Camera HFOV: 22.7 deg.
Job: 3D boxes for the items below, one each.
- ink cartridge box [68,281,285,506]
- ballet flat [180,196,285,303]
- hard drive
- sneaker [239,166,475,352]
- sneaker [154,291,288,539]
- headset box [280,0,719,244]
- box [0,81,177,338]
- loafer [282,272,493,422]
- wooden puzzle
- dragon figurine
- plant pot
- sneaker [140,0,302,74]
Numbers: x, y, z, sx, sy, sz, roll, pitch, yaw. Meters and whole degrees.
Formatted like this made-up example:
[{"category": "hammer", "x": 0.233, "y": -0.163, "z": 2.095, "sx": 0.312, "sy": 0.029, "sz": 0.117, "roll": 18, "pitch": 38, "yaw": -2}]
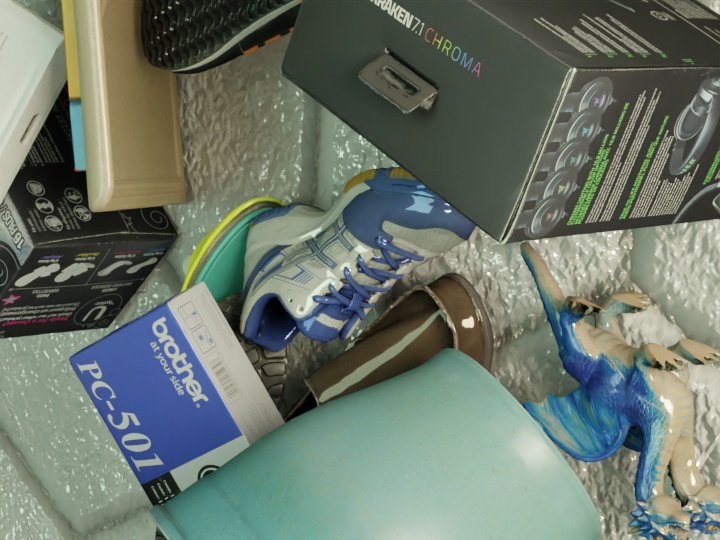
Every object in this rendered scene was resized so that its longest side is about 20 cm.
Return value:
[{"category": "ink cartridge box", "x": -0.088, "y": 0.116, "z": 1.092, "sx": 0.094, "sy": 0.044, "sz": 0.201, "roll": -28, "pitch": 93, "yaw": 34}, {"category": "ballet flat", "x": -0.100, "y": 0.027, "z": 1.196, "sx": 0.067, "sy": 0.066, "sz": 0.201, "roll": 53, "pitch": 133, "yaw": 49}, {"category": "hard drive", "x": -0.290, "y": -0.141, "z": 1.217, "sx": 0.200, "sy": 0.026, "sz": 0.132, "roll": 34, "pitch": 98, "yaw": 30}, {"category": "sneaker", "x": 0.000, "y": 0.000, "z": 1.058, "sx": 0.200, "sy": 0.075, "sz": 0.089, "roll": -20, "pitch": 53, "yaw": 52}, {"category": "sneaker", "x": -0.091, "y": 0.108, "z": 1.177, "sx": 0.075, "sy": 0.088, "sz": 0.201, "roll": 14, "pitch": 97, "yaw": 5}, {"category": "headset box", "x": 0.085, "y": -0.100, "z": 0.884, "sx": 0.174, "sy": 0.199, "sz": 0.093, "roll": 40, "pitch": 121, "yaw": 35}, {"category": "box", "x": -0.247, "y": -0.062, "z": 1.283, "sx": 0.115, "sy": 0.132, "sz": 0.201, "roll": -50, "pitch": 60, "yaw": 35}, {"category": "loafer", "x": 0.007, "y": 0.078, "z": 1.079, "sx": 0.200, "sy": 0.071, "sz": 0.073, "roll": -51, "pitch": 60, "yaw": 37}, {"category": "wooden puzzle", "x": -0.155, "y": -0.133, "z": 1.156, "sx": 0.037, "sy": 0.200, "sz": 0.186, "roll": -3, "pitch": 93, "yaw": 8}, {"category": "dragon figurine", "x": 0.130, "y": 0.066, "z": 0.959, "sx": 0.200, "sy": 0.059, "sz": 0.100, "roll": 38, "pitch": 120, "yaw": 35}, {"category": "plant pot", "x": 0.019, "y": 0.149, "z": 0.966, "sx": 0.200, "sy": 0.188, "sz": 0.200, "roll": 49, "pitch": 171, "yaw": 11}, {"category": "sneaker", "x": -0.051, "y": -0.164, "z": 1.094, "sx": 0.200, "sy": 0.090, "sz": 0.070, "roll": -19, "pitch": 72, "yaw": 44}]
